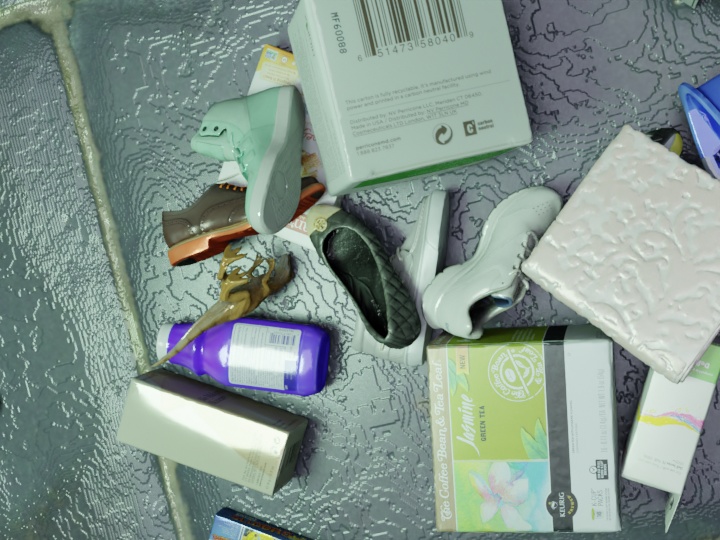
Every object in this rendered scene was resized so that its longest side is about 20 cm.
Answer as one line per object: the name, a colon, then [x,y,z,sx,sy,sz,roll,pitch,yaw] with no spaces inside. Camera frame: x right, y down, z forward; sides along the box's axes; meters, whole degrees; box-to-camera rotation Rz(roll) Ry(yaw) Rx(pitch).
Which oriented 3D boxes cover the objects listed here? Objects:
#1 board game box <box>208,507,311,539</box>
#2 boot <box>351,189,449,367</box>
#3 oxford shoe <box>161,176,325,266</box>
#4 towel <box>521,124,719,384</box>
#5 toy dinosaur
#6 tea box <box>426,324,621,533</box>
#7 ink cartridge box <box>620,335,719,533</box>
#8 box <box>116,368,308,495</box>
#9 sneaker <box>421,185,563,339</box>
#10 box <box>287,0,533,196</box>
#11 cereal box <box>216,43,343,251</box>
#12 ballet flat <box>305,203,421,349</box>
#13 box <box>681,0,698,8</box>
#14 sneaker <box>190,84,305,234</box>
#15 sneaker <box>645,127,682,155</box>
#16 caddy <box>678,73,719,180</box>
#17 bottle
board game box: [-0.095,0.380,1.380,0.198,0.034,0.137,18,98,11]
boot: [0.041,0.003,1.305,0.095,0.074,0.202,11,93,12]
oxford shoe: [-0.136,-0.072,1.302,0.198,0.071,0.073,-22,81,11]
towel: [0.293,-0.020,1.171,0.199,0.032,0.192,37,95,20]
toy dinosaur: [-0.144,0.036,1.297,0.199,0.107,0.060,-32,52,-26]
tea box: [0.179,0.167,1.255,0.195,0.134,0.202,-4,94,13]
ink cartridge box: [0.323,0.161,1.230,0.067,0.117,0.202,17,96,13]
box: [-0.172,0.185,1.354,0.198,0.095,0.078,17,97,9]
sneaker: [0.157,-0.003,1.252,0.200,0.074,0.087,-51,38,-4]
box: [0.046,-0.198,1.210,0.197,0.171,0.202,-13,92,-10]
cereal box: [-0.076,-0.140,1.336,0.143,0.040,0.202,21,98,10]
ballet flat: [0.000,0.000,1.265,0.066,0.057,0.201,-45,64,18]
box: [0.282,-0.355,1.203,0.199,0.117,0.060,34,100,7]
sneaker: [-0.128,-0.112,1.255,0.117,0.074,0.202,-8,48,16]
sneaker: [0.297,-0.057,1.252,0.090,0.078,0.201,28,95,-17]
caddy: [0.402,-0.122,1.182,0.105,0.141,0.201,-37,85,9]
bottle: [-0.137,0.095,1.353,0.198,0.065,0.084,5,90,12]
